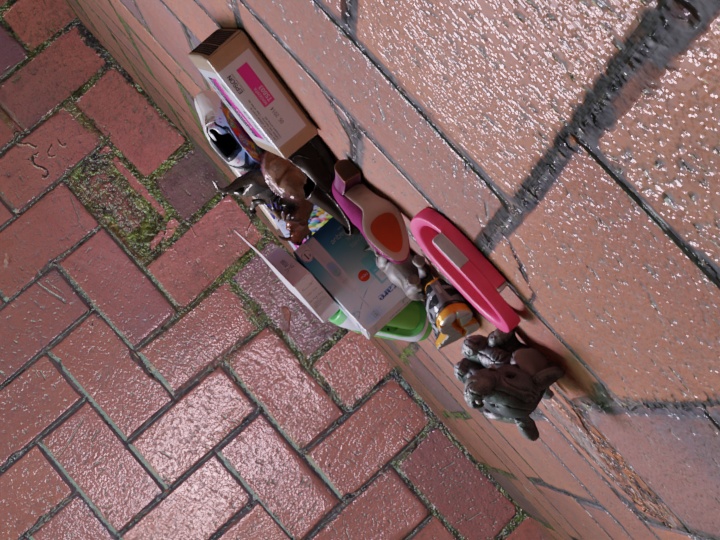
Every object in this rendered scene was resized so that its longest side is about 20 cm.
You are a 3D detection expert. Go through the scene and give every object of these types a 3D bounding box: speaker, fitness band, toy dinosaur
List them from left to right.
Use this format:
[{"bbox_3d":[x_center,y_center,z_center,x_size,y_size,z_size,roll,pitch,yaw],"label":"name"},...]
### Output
[{"bbox_3d":[-0.188,-0.154,1.663,0.200,0.102,0.077,29,-134,-49],"label":"toy dinosaur"},{"bbox_3d":[-0.131,-0.155,1.609,0.200,0.135,0.086,53,175,7],"label":"toy dinosaur"},{"bbox_3d":[0.039,0.082,1.747,0.200,0.089,0.088,14,-170,-26],"label":"speaker"},{"bbox_3d":[0.141,-0.001,1.221,0.200,0.037,0.144,48,176,8],"label":"fitness band"}]

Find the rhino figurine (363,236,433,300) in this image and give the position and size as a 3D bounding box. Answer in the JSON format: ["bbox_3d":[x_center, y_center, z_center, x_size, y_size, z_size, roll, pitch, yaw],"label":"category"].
[{"bbox_3d":[0.054,-0.022,1.544,0.200,0.060,0.087,46,170,35],"label":"rhino figurine"}]

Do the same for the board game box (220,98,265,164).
[{"bbox_3d":[-0.175,-0.254,1.687,0.200,0.039,0.158,23,-143,-58],"label":"board game box"}]

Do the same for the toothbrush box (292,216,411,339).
[{"bbox_3d":[0.000,0.000,1.642,0.200,0.146,0.085,48,174,13],"label":"toothbrush box"}]

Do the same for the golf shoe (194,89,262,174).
[{"bbox_3d":[-0.253,-0.267,1.684,0.200,0.073,0.092,53,-167,23],"label":"golf shoe"}]

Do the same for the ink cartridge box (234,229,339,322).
[{"bbox_3d":[-0.134,-0.005,1.652,0.176,0.045,0.200,50,174,-26],"label":"ink cartridge box"}]

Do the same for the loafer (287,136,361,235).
[{"bbox_3d":[-0.062,-0.134,1.523,0.200,0.071,0.073,58,171,-22],"label":"loafer"}]

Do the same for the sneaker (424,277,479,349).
[{"bbox_3d":[0.143,0.069,1.480,0.077,0.078,0.200,60,174,20],"label":"sneaker"}]

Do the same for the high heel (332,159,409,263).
[{"bbox_3d":[0.019,-0.077,1.409,0.096,0.067,0.200,85,159,-63],"label":"high heel"}]

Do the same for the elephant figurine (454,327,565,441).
[{"bbox_3d":[0.209,0.165,1.252,0.200,0.155,0.142,-123,16,-75],"label":"elephant figurine"}]

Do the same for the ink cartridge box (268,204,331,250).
[{"bbox_3d":[-0.108,-0.113,1.801,0.200,0.119,0.042,62,-169,-59],"label":"ink cartridge box"}]

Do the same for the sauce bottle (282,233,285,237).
[{"bbox_3d":[-0.082,-0.019,1.939,0.200,0.066,0.066,42,175,-11],"label":"sauce bottle"}]

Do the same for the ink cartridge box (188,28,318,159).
[{"bbox_3d":[-0.173,-0.283,1.452,0.200,0.075,0.165,52,174,-24],"label":"ink cartridge box"}]

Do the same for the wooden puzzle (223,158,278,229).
[{"bbox_3d":[-0.191,-0.203,1.903,0.185,0.046,0.200,54,-155,-17],"label":"wooden puzzle"}]
